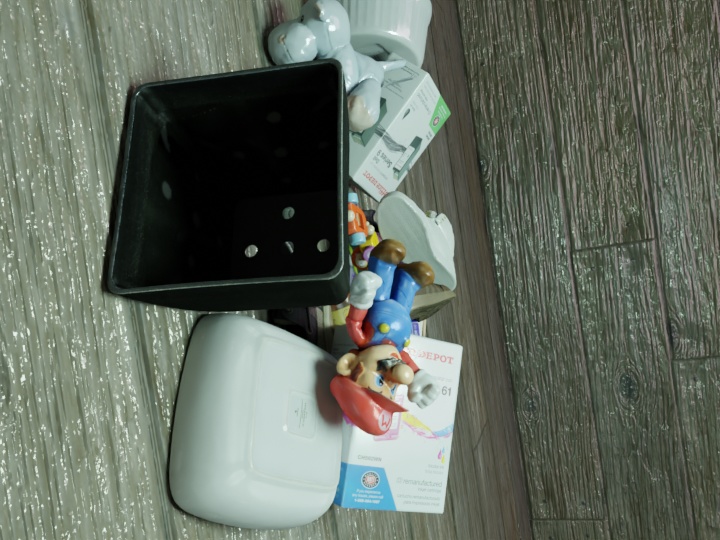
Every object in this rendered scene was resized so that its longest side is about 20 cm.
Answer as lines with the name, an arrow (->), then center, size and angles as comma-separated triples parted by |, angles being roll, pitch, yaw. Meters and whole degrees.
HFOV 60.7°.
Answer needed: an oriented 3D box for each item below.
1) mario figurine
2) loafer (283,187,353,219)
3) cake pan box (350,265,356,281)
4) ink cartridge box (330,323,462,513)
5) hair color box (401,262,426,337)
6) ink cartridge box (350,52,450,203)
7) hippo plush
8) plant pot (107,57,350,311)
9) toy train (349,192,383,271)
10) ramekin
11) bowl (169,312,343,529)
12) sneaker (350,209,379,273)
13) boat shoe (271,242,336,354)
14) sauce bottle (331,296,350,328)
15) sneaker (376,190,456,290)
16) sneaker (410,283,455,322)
mario figurine -> 0.038, 0.070, 0.638 | 0.106, 0.122, 0.202 | 109, -5, -64
loafer -> -0.069, -0.118, 0.859 | 0.071, 0.074, 0.200 | 68, 16, -4
cake pan box -> -0.012, 0.120, 0.938 | 0.201, 0.052, 0.186 | 61, 26, -43
ink cartridge box -> 0.033, 0.174, 0.735 | 0.143, 0.084, 0.203 | 14, 77, -28
hair color box -> 0.080, 0.043, 1.038 | 0.110, 0.064, 0.202 | 78, 17, -46
ink cartridge box -> 0.044, -0.225, 1.013 | 0.201, 0.084, 0.146 | -54, 155, 4
hippo plush -> -0.038, -0.286, 0.847 | 0.162, 0.198, 0.160 | 57, 8, -33
plant pot -> -0.094, -0.052, 0.591 | 0.178, 0.196, 0.203 | 62, 26, -67
toy train -> 0.000, 0.000, 0.871 | 0.150, 0.055, 0.203 | 9, 69, -73
ramekin -> 0.016, -0.386, 1.010 | 0.200, 0.198, 0.099 | 30, 61, -65
bowl -> -0.085, 0.150, 0.620 | 0.199, 0.074, 0.203 | 32, 52, -45
sneaker -> 0.016, -0.029, 1.026 | 0.201, 0.080, 0.075 | 57, 32, -50
boat shoe -> -0.077, 0.052, 0.759 | 0.064, 0.071, 0.203 | -22, 104, -36
sauce bottle -> 0.002, 0.124, 0.808 | 0.203, 0.065, 0.066 | 70, 21, -6
sneaker -> 0.090, -0.067, 0.969 | 0.201, 0.073, 0.116 | 54, 30, -33
sneaker -> 0.079, 0.027, 0.875 | 0.076, 0.070, 0.200 | 57, 17, 13
